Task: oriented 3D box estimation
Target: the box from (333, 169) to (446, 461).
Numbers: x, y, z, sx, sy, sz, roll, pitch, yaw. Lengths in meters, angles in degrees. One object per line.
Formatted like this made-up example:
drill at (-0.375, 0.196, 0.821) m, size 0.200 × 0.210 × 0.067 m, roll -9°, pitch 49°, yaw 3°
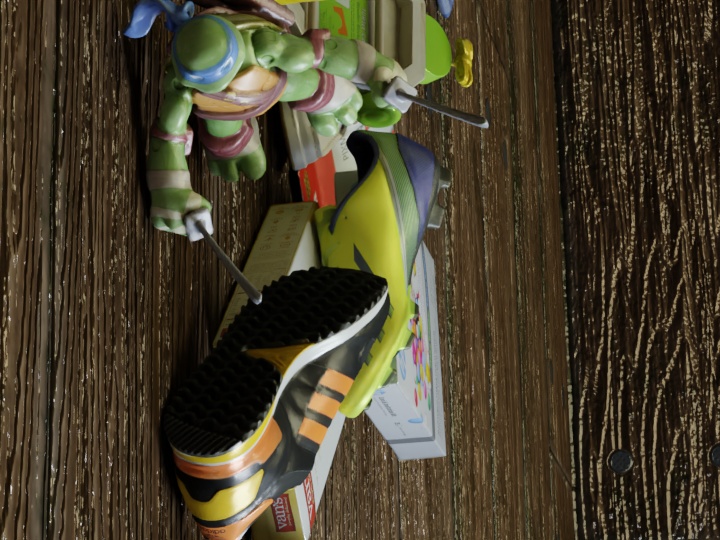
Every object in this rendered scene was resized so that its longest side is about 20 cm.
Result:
box at (0.022, 0.035, 1.621) m, size 0.200 × 0.041 × 0.157 m, roll 56°, pitch 29°, yaw -67°

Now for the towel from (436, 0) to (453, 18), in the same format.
towel at (0.080, -0.384, 2.367) m, size 0.201 × 0.024 × 0.148 m, roll 76°, pitch 15°, yaw -44°

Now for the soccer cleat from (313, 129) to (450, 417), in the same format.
soccer cleat at (0.000, 0.000, 1.486) m, size 0.065 × 0.083 × 0.202 m, roll -42°, pitch -150°, yaw 59°

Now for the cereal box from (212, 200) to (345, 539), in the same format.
cereal box at (-0.046, 0.062, 1.449) m, size 0.200 × 0.039 × 0.145 m, roll -74°, pitch 156°, yaw -63°

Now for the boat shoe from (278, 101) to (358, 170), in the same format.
boat shoe at (-0.015, -0.135, 1.616) m, size 0.201 × 0.069 × 0.071 m, roll -75°, pitch 161°, yaw -58°

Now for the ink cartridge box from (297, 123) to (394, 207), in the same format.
ink cartridge box at (-0.003, -0.055, 1.711) m, size 0.201 × 0.050 × 0.163 m, roll -83°, pitch 165°, yaw -60°

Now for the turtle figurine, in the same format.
turtle figurine at (-0.044, -0.067, 1.250) m, size 0.145 × 0.199 × 0.194 m, roll -60°, pitch 175°, yaw 4°

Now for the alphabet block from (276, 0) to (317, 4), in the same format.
alphabet block at (-0.010, -0.290, 1.380) m, size 0.196 × 0.193 × 0.202 m, roll 44°, pitch 41°, yaw -72°

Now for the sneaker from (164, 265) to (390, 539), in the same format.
sneaker at (-0.045, 0.075, 1.298) m, size 0.200 × 0.069 × 0.091 m, roll -47°, pitch 141°, yaw -47°

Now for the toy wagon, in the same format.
toy wagon at (0.003, -0.175, 1.575) m, size 0.199 × 0.039 × 0.157 m, roll 29°, pitch 53°, yaw -42°
